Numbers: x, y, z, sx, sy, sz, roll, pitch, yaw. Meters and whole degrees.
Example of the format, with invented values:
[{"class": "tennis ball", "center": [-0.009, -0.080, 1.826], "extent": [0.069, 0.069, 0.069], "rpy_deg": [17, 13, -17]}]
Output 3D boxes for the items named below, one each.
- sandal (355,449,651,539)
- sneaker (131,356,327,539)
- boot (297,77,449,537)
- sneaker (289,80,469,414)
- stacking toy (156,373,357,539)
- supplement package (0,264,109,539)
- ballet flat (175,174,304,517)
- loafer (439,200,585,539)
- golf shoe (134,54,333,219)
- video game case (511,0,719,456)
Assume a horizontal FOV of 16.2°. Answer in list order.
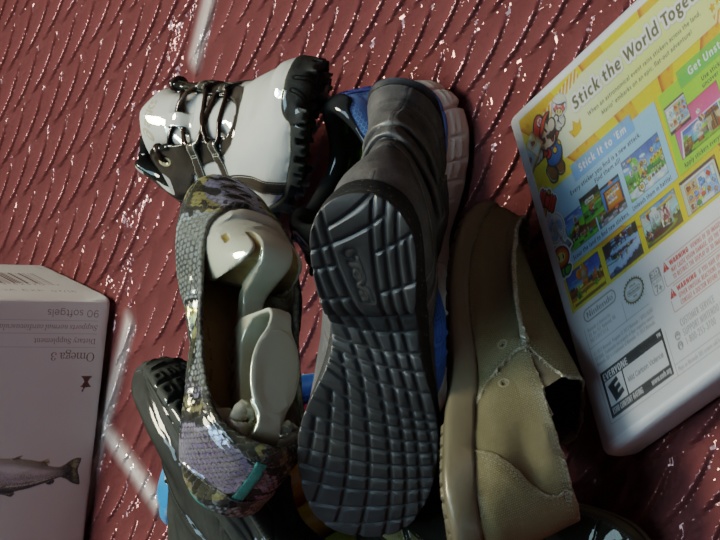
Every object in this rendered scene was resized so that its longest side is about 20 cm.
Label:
[{"class": "sandal", "center": [0.071, 0.134, 1.239], "extent": [0.201, 0.057, 0.080], "rpy_deg": [18, 104, 41]}, {"class": "sneaker", "center": [-0.069, 0.136, 1.282], "extent": [0.091, 0.076, 0.200], "rpy_deg": [-40, 71, 28]}, {"class": "boot", "center": [0.018, 0.019, 1.226], "extent": [0.132, 0.070, 0.201], "rpy_deg": [-68, -14, -59]}, {"class": "sneaker", "center": [0.000, 0.000, 1.315], "extent": [0.078, 0.089, 0.201], "rpy_deg": [2, 90, 59]}, {"class": "stacking toy", "center": [-0.012, 0.158, 1.339], "extent": [0.200, 0.110, 0.116], "rpy_deg": [55, 132, 27]}, {"class": "supplement package", "center": [-0.251, 0.103, 1.683], "extent": [0.117, 0.117, 0.201], "rpy_deg": [21, 107, 56]}, {"class": "ballet flat", "center": [-0.053, 0.024, 1.255], "extent": [0.072, 0.072, 0.201], "rpy_deg": [-48, 36, 46]}, {"class": "loafer", "center": [0.074, 0.053, 1.205], "extent": [0.076, 0.067, 0.200], "rpy_deg": [85, -173, -54]}, {"class": "golf shoe", "center": [-0.074, -0.071, 1.378], "extent": [0.200, 0.094, 0.078], "rpy_deg": [132, 154, -67]}, {"class": "video game case", "center": [0.149, -0.038, 1.145], "extent": [0.200, 0.023, 0.183], "rpy_deg": [-43, 54, 50]}]
